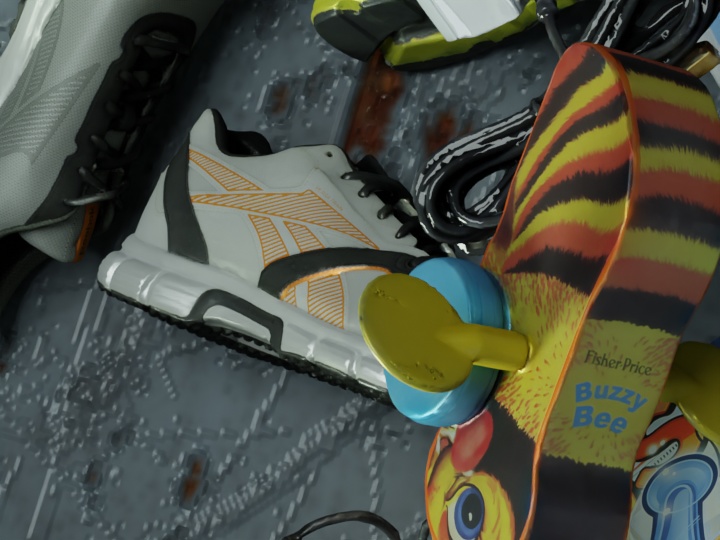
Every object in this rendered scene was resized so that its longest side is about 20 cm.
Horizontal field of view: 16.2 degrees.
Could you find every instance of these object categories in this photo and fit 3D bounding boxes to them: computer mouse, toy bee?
[{"bbox_3d":[0.036,-0.110,0.779,0.110,0.044,0.201,-39,50,23],"label":"computer mouse"},{"bbox_3d":[0.058,0.046,0.706,0.109,0.130,0.201,-123,31,-49],"label":"toy bee"}]

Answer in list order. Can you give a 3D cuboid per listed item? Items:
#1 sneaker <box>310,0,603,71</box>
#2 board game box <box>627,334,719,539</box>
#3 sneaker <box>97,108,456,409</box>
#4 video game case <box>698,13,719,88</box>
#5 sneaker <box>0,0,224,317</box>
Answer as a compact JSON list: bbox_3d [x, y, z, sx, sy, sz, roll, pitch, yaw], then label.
[{"bbox_3d":[0.067,-0.133,0.833,0.199,0.074,0.085,-14,67,26],"label":"sneaker"},{"bbox_3d":[0.066,0.117,0.746,0.200,0.034,0.136,-40,31,14],"label":"board game box"},{"bbox_3d":[0.000,0.000,0.833,0.199,0.074,0.080,20,84,33],"label":"sneaker"},{"bbox_3d":[0.217,-0.046,0.750,0.182,0.023,0.201,-35,61,17],"label":"video game case"},{"bbox_3d":[-0.100,-0.056,0.917,0.200,0.074,0.079,-46,67,18],"label":"sneaker"}]
